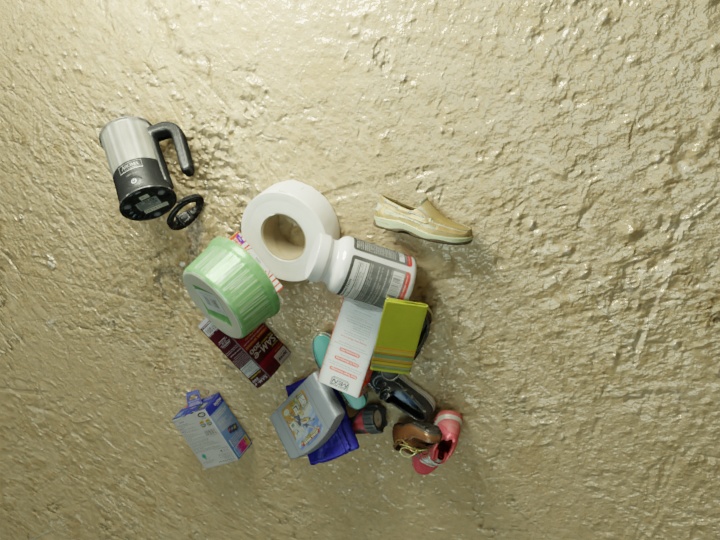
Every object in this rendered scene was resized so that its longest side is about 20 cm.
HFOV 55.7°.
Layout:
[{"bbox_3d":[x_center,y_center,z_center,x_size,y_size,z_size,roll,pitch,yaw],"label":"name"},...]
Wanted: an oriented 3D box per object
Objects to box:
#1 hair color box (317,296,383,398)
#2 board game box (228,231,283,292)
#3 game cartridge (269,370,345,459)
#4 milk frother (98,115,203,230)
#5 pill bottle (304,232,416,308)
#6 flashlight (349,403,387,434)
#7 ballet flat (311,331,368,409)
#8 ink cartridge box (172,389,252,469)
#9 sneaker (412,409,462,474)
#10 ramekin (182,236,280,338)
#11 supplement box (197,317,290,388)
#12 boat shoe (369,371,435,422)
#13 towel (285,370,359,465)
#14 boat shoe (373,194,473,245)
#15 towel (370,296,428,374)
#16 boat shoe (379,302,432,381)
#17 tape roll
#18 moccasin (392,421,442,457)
[{"bbox_3d":[-0.011,0.156,1.447,0.101,0.061,0.202,21,99,14],"label":"hair color box"},{"bbox_3d":[-0.263,0.009,1.485,0.152,0.046,0.200,52,151,-7],"label":"board game box"},{"bbox_3d":[-0.122,0.339,1.552,0.200,0.041,0.134,-48,59,30],"label":"game cartridge"},{"bbox_3d":[-0.442,-0.200,1.463,0.200,0.179,0.189,107,143,-61],"label":"milk frother"},{"bbox_3d":[0.000,0.000,1.332,0.198,0.116,0.116,18,125,-12],"label":"pill bottle"},{"bbox_3d":[-0.034,0.356,1.605,0.199,0.067,0.069,-12,86,34],"label":"flashlight"},{"bbox_3d":[-0.048,0.221,1.535,0.074,0.074,0.201,-22,101,32],"label":"ballet flat"},{"bbox_3d":[-0.397,0.409,1.786,0.136,0.076,0.201,-22,106,31],"label":"ink cartridge box"},{"bbox_3d":[0.163,0.400,1.514,0.073,0.087,0.201,20,124,-5],"label":"sneaker"},{"bbox_3d":[-0.266,0.041,1.375,0.199,0.098,0.201,34,149,24],"label":"ramekin"},{"bbox_3d":[-0.267,0.161,1.578,0.200,0.109,0.061,47,124,-5],"label":"supplement box"},{"bbox_3d":[0.072,0.269,1.507,0.199,0.066,0.070,35,124,4],"label":"boat shoe"},{"bbox_3d":[-0.095,0.340,1.578,0.147,0.049,0.201,-29,74,29],"label":"towel"},{"bbox_3d":[0.120,-0.102,1.296,0.198,0.072,0.077,13,105,16],"label":"boat shoe"},{"bbox_3d":[0.075,0.133,1.355,0.085,0.018,0.201,7,131,-3],"label":"towel"},{"bbox_3d":[0.088,0.159,1.428,0.073,0.065,0.201,22,117,-4],"label":"boat shoe"},{"bbox_3d":[-0.146,-0.082,1.420,0.201,0.071,0.204,11,120,20],"label":"tape roll"},{"bbox_3d":[0.117,0.369,1.478,0.073,0.078,0.201,15,162,-21],"label":"moccasin"}]
